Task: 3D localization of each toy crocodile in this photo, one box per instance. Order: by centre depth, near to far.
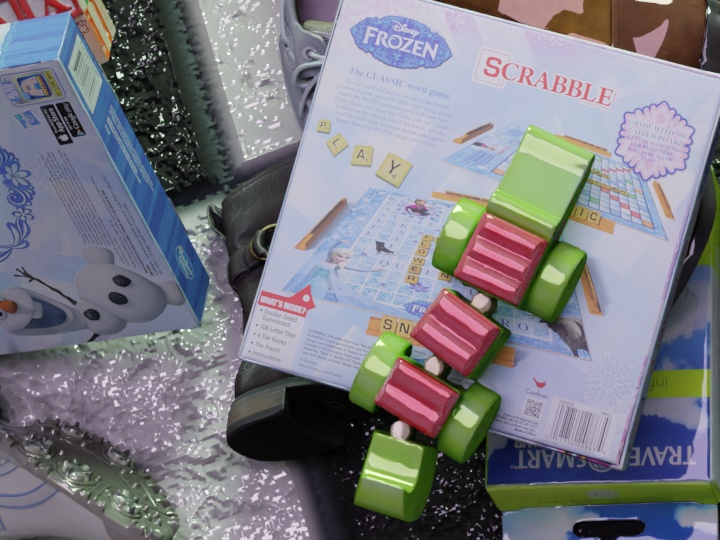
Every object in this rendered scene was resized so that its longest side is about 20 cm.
[{"bbox_3d":[0.050,0.025,1.311,0.067,0.062,0.200,30,91,10],"label":"toy crocodile"}]

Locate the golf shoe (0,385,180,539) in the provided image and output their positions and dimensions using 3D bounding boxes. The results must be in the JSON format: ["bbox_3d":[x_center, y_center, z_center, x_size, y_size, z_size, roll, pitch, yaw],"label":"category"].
[{"bbox_3d":[-0.192,0.124,1.510,0.200,0.078,0.097,26,103,22],"label":"golf shoe"}]

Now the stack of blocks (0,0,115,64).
[{"bbox_3d":[-0.187,-0.170,1.540,0.059,0.200,0.115,-25,104,3],"label":"stack of blocks"}]

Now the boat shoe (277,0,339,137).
[{"bbox_3d":[-0.009,-0.152,1.462,0.074,0.065,0.202,2,95,6],"label":"boat shoe"}]

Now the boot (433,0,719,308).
[{"bbox_3d":[0.088,-0.074,1.405,0.200,0.068,0.189,17,89,-1],"label":"boot"}]

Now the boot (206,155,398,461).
[{"bbox_3d":[0.000,0.000,1.475,0.200,0.069,0.174,-16,56,25],"label":"boot"}]

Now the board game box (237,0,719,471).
[{"bbox_3d":[0.062,-0.023,1.366,0.200,0.041,0.200,16,88,10],"label":"board game box"}]

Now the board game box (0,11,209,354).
[{"bbox_3d":[-0.208,-0.037,1.482,0.199,0.200,0.043,-9,43,18],"label":"board game box"}]

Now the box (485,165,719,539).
[{"bbox_3d":[0.129,0.047,1.454,0.122,0.048,0.200,-3,68,14],"label":"box"}]
